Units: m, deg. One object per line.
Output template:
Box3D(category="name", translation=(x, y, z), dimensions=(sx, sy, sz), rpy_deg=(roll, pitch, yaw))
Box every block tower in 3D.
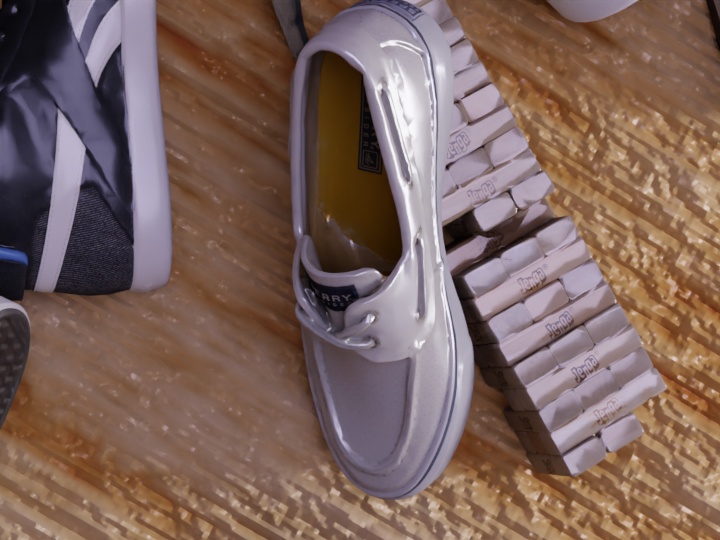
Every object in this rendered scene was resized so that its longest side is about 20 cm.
Box3D(category="block tower", translation=(0.050, -0.017, 1.031), dimensions=(0.054, 0.058, 0.201), rpy_deg=(-30, 94, -13))

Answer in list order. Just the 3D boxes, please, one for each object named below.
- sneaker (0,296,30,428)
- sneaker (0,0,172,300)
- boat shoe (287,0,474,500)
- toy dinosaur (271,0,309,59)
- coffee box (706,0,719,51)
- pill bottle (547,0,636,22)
Box3D(category="sneaker", translation=(-0.198, 0.092, 0.972), dimensions=(0.084, 0.073, 0.201), rpy_deg=(22, 87, 21))
Box3D(category="sneaker", translation=(-0.135, -0.088, 0.986), dimensions=(0.111, 0.073, 0.201), rpy_deg=(-5, 88, -14))
Box3D(category="boat shoe", translation=(0.000, 0.000, 0.978), dimensions=(0.071, 0.070, 0.201), rpy_deg=(11, 113, 26))
Box3D(category="toy dinosaur", translation=(-0.051, -0.189, 1.029), dimensions=(0.088, 0.047, 0.201), rpy_deg=(5, 88, -19))
Box3D(category="coffee box", translation=(0.191, -0.173, 1.060), dimensions=(0.114, 0.080, 0.201), rpy_deg=(-14, 88, -13))
Box3D(category="pill bottle", translation=(0.049, -0.194, 1.000), dimensions=(0.200, 0.112, 0.112), rpy_deg=(43, 78, -25))
